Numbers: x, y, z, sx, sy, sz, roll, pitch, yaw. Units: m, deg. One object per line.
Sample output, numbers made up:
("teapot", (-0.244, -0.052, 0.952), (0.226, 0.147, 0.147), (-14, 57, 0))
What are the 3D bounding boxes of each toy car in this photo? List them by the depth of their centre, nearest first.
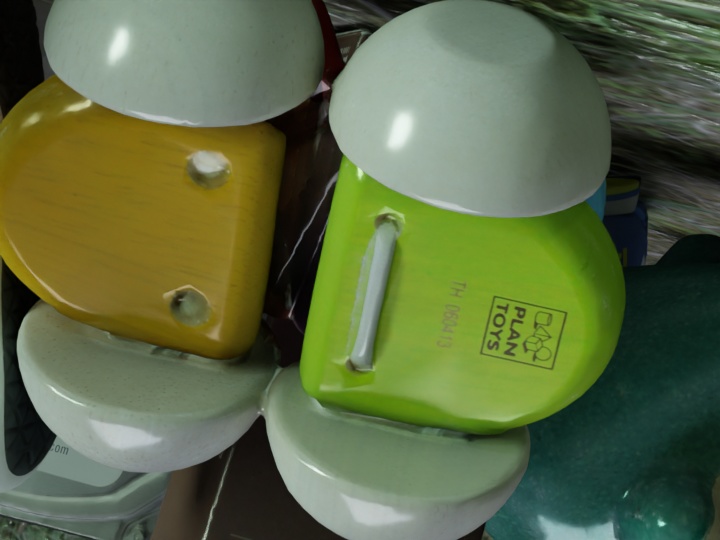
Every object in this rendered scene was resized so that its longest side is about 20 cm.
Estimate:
("toy car", (-0.009, -0.024, 0.846), (0.200, 0.175, 0.150), (16, -148, 9))

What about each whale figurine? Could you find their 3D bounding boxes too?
("whale figurine", (0.114, 0.037, 1.007), (0.104, 0.159, 0.200), (36, 133, -24))

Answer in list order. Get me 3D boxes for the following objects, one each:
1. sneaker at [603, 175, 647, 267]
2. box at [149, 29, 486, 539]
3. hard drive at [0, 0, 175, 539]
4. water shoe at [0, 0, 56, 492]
("sneaker", (0.090, 0.005, 1.180), (0.074, 0.082, 0.200), (-4, 176, 8))
("box", (0.005, 0.024, 0.958), (0.100, 0.200, 0.075), (18, 177, -16))
("hard drive", (-0.106, -0.010, 0.968), (0.140, 0.200, 0.038), (19, 177, -29))
("water shoe", (-0.144, -0.024, 0.896), (0.079, 0.200, 0.072), (-8, 172, 15))
